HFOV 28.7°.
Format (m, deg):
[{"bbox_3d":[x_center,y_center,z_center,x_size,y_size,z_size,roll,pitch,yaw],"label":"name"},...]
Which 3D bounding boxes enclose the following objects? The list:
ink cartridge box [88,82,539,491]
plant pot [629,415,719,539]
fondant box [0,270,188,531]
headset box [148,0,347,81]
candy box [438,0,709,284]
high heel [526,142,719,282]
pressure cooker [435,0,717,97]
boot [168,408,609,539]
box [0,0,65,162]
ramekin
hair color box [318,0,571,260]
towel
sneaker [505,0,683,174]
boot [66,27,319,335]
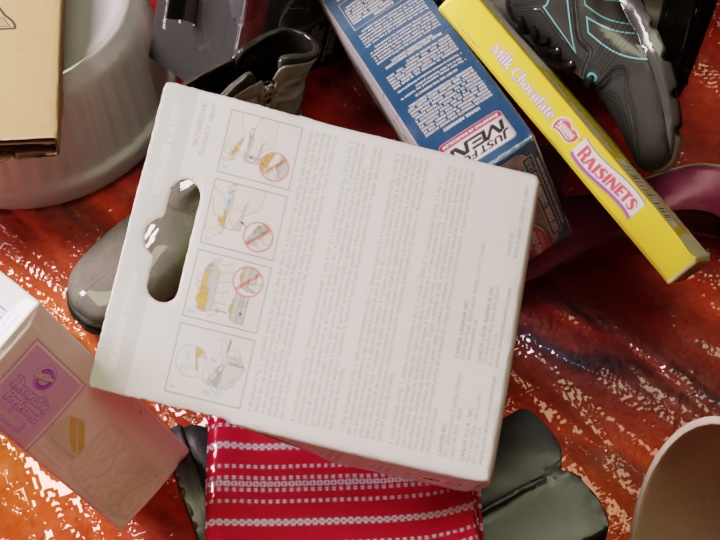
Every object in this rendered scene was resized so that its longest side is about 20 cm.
[{"bbox_3d":[-0.018,0.009,0.705,0.198,0.057,0.164,12,73,-2],"label":"ink cartridge box"},{"bbox_3d":[0.261,0.165,0.681,0.198,0.188,0.189,2,53,-17],"label":"plant pot"},{"bbox_3d":[-0.196,0.036,0.734,0.199,0.145,0.058,29,73,40],"label":"fondant box"},{"bbox_3d":[-0.048,-0.205,0.906,0.077,0.150,0.199,34,41,24],"label":"headset box"},{"bbox_3d":[0.125,-0.077,0.808,0.026,0.102,0.201,-40,79,12],"label":"candy box"},{"bbox_3d":[0.178,-0.017,0.877,0.198,0.068,0.097,8,73,6],"label":"high heel"},{"bbox_3d":[0.140,-0.219,0.932,0.198,0.181,0.176,16,22,14],"label":"pressure cooker"},{"bbox_3d":[0.012,0.121,0.758,0.198,0.066,0.166,-24,69,-12],"label":"boot"},{"bbox_3d":[-0.262,-0.146,0.859,0.161,0.021,0.202,-4,56,-4],"label":"box"},{"bbox_3d":[-0.224,-0.147,0.932,0.200,0.095,0.204,1,54,-1],"label":"ramekin"},{"bbox_3d":[0.047,-0.100,0.853,0.060,0.100,0.201,-31,53,2],"label":"hair color box"},{"bbox_3d":[-0.009,0.080,0.741,0.143,0.023,0.202,0,52,-5],"label":"towel"},{"bbox_3d":[0.129,-0.147,0.817,0.079,0.075,0.202,-21,88,9],"label":"sneaker"},{"bbox_3d":[-0.105,-0.061,0.849,0.068,0.131,0.200,38,62,23],"label":"boot"}]
